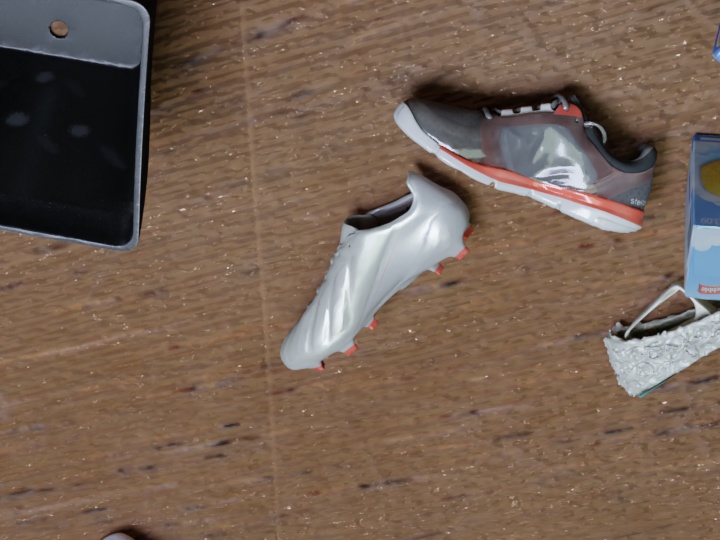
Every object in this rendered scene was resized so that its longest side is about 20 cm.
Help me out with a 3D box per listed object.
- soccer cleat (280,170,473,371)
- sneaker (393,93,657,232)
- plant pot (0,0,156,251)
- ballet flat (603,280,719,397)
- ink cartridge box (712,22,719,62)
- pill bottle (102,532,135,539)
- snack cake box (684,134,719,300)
[{"bbox_3d":[0.000,0.000,1.549,0.078,0.069,0.200,42,116,-16],"label":"soccer cleat"},{"bbox_3d":[0.123,-0.097,1.462,0.199,0.077,0.082,21,101,-8],"label":"sneaker"},{"bbox_3d":[-0.228,-0.157,1.392,0.198,0.178,0.201,10,127,2],"label":"plant pot"},{"bbox_3d":[0.267,0.031,1.526,0.200,0.072,0.072,-31,117,28],"label":"ballet flat"},{"bbox_3d":[0.352,-0.178,1.336,0.136,0.076,0.200,39,123,-12],"label":"ink cartridge box"},{"bbox_3d":[-0.166,0.331,1.797,0.200,0.111,0.111,37,124,-18],"label":"pill bottle"},{"bbox_3d":[0.332,-0.032,1.432,0.199,0.115,0.067,5,128,6],"label":"snack cake box"}]
